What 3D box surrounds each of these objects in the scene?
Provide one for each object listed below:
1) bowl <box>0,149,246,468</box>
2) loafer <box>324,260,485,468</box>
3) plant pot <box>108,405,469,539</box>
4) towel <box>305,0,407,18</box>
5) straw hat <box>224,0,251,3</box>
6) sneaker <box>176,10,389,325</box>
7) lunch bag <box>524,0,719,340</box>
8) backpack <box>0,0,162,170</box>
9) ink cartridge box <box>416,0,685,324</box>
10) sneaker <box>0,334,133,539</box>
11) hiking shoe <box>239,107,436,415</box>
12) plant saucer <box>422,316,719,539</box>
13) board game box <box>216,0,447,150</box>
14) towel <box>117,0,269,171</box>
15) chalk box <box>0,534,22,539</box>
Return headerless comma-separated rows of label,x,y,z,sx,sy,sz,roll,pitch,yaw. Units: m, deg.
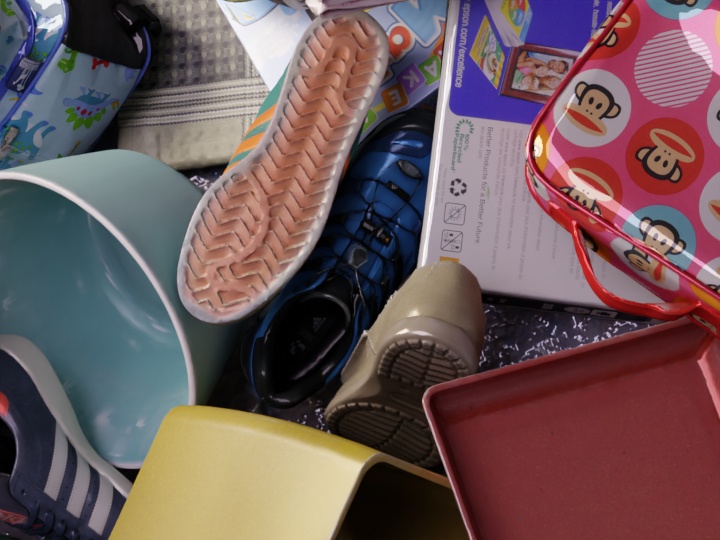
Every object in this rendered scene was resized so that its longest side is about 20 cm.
bowl,-0.146,0.007,1.620,0.200,0.105,0.202,24,134,28
loafer,0.034,0.055,1.522,0.075,0.200,0.069,26,65,-5
plant pot,-0.039,0.181,1.516,0.176,0.200,0.201,25,90,39
towel,0.020,-0.234,1.550,0.190,0.032,0.201,-14,51,-24
straw hat,-0.074,-0.206,1.587,0.199,0.085,0.202,6,46,-6
sneaker,-0.042,-0.054,1.552,0.071,0.080,0.201,29,81,2
lunch bag,0.192,-0.048,1.468,0.199,0.082,0.177,36,80,11
backpack,-0.254,-0.126,1.700,0.183,0.146,0.201,48,114,37
ink cartridge box,0.139,-0.073,1.540,0.198,0.043,0.200,7,82,-2
sneaker,-0.190,0.141,1.615,0.201,0.084,0.075,54,140,-3
hiking shoe,0.000,0.000,1.570,0.074,0.087,0.201,29,100,-9
plant saucer,0.146,0.139,1.449,0.198,0.037,0.201,-14,76,-23
board game box,-0.008,-0.177,1.630,0.151,0.037,0.201,-35,71,13
towel,-0.065,-0.160,1.692,0.198,0.034,0.194,-4,80,23
chalk box,-0.237,0.235,1.632,0.200,0.124,0.125,35,95,28
